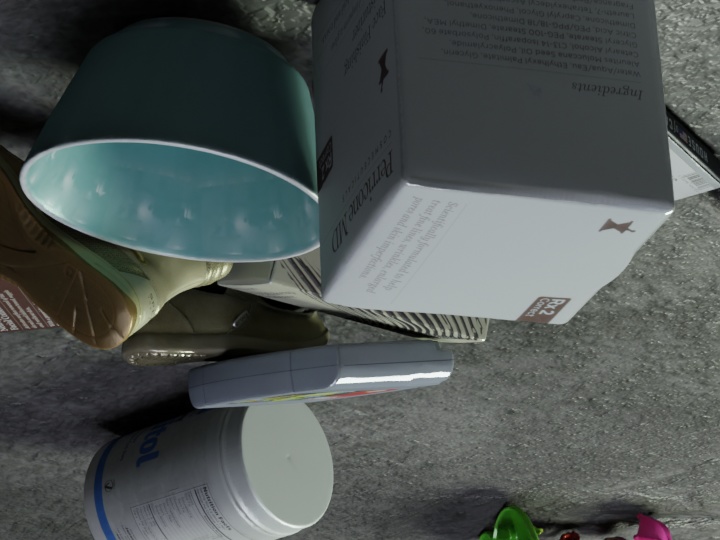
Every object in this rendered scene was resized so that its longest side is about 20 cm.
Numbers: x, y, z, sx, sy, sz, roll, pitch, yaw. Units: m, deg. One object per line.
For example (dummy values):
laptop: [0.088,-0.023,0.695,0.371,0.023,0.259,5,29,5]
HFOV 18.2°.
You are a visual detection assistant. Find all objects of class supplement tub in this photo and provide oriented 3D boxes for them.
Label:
supplement tub: [-0.138,0.190,2.004,0.199,0.133,0.132,-21,149,34]

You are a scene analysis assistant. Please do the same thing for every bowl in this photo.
bowl: [-0.107,-0.088,1.413,0.199,0.106,0.201,8,161,3]

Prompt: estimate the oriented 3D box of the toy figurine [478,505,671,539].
toy figurine: [0.236,0.307,2.315,0.183,0.151,0.200,-5,179,-17]

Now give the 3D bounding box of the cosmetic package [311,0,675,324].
cosmetic package: [0.072,-0.095,1.317,0.164,0.201,0.165,6,154,-16]

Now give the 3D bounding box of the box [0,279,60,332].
box: [-0.307,-0.001,1.651,0.198,0.075,0.100,-4,156,10]

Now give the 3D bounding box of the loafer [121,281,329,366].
loafer: [-0.102,0.037,1.754,0.075,0.069,0.199,-10,173,42]

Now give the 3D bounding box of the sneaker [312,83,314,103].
sneaker: [0.027,-0.051,1.522,0.088,0.082,0.201,-10,140,5]

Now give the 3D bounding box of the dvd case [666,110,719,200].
dvd case: [0.136,-0.070,1.586,0.199,0.025,0.150,-16,151,28]

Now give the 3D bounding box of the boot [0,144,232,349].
boot: [-0.194,-0.043,1.546,0.155,0.200,0.073,-33,158,-56]

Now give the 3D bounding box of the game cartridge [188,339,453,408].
game cartridge: [-0.040,0.081,1.730,0.132,0.041,0.199,4,170,-37]

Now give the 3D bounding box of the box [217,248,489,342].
box: [0.000,0.000,1.654,0.199,0.069,0.082,15,170,-32]
